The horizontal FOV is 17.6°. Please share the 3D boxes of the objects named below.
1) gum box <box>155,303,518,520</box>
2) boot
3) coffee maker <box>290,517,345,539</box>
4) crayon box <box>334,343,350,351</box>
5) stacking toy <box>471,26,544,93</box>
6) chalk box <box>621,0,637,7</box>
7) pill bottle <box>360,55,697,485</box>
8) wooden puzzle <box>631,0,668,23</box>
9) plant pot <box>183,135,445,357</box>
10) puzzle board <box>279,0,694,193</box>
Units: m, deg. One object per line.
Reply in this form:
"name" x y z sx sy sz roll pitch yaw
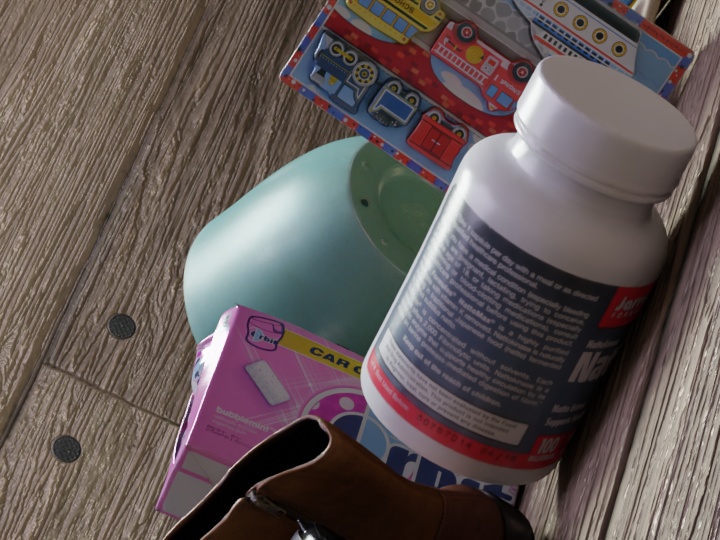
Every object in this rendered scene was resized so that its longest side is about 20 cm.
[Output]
"gum box" -0.013 0.111 1.320 0.114 0.199 0.066 -72 7 -46
"boot" -0.027 0.163 1.150 0.188 0.200 0.069 -38 56 19
"coffee maker" -0.020 0.245 1.061 0.200 0.192 0.135 -46 27 0
"crayon box" 0.000 0.155 1.458 0.052 0.125 0.201 -72 6 -53
"stacking toy" 0.115 -0.136 1.483 0.201 0.109 0.116 -79 15 -53
"chalk box" 0.176 -0.271 1.610 0.200 0.123 0.126 122 170 -68
"pill bottle" 0.090 -0.001 1.200 0.120 0.119 0.201 -74 8 -65
"wooden puzzle" 0.148 -0.091 1.564 0.185 0.037 0.201 122 171 -68
"plant pot" 0.000 0.000 1.641 0.161 0.200 0.201 -41 20 42
"puzzle board" 0.074 -0.120 1.370 0.151 0.199 0.017 -56 0 8
